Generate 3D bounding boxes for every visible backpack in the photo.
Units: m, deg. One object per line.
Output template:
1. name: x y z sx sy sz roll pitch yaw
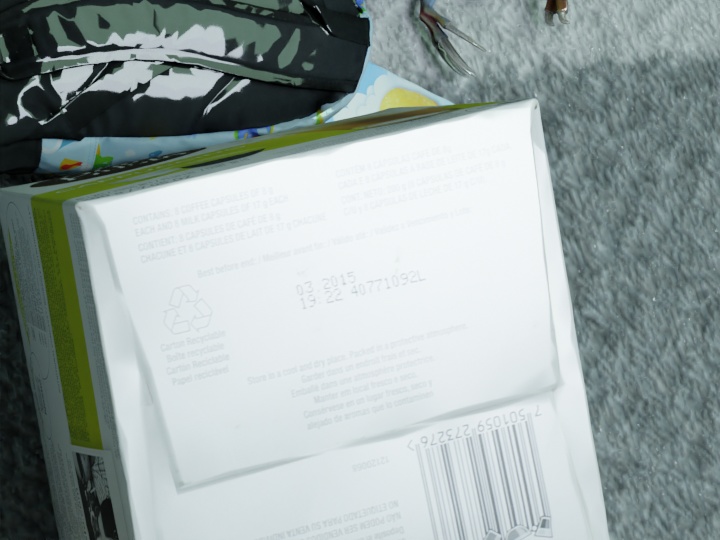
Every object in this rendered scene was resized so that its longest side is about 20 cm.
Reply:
1. backpack: -0.094 -0.119 1.132 0.198 0.154 0.164 -7 77 -8

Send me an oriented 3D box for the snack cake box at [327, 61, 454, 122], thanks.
1. snack cake box: 0.000 0.000 1.210 0.115 0.067 0.201 24 59 -32

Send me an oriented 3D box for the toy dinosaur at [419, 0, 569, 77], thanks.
1. toy dinosaur: 0.040 -0.177 1.333 0.180 0.106 0.200 0 31 -24

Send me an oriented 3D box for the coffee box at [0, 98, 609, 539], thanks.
1. coffee box: -0.031 0.044 1.012 0.198 0.198 0.202 -13 97 -17
